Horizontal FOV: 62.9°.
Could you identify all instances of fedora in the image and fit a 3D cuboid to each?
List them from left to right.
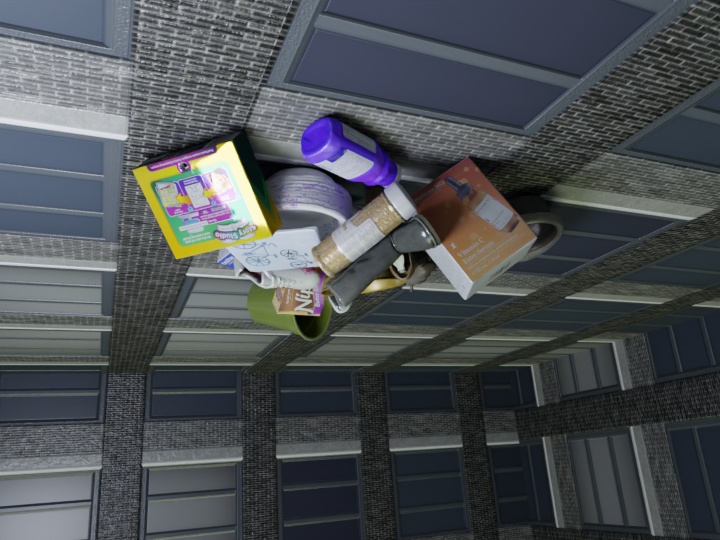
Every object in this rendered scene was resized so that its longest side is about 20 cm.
[{"bbox_3d":[0.354,-0.101,1.305,0.175,0.091,0.200,-5,155,-4],"label":"fedora"}]

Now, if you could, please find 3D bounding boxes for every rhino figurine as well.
[{"bbox_3d":[0.157,0.003,1.565,0.087,0.060,0.200,-37,168,-20],"label":"rhino figurine"}]

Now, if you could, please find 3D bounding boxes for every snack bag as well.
[{"bbox_3d":[-0.155,-0.044,1.137,0.198,0.022,0.189,-4,158,10],"label":"snack bag"}]

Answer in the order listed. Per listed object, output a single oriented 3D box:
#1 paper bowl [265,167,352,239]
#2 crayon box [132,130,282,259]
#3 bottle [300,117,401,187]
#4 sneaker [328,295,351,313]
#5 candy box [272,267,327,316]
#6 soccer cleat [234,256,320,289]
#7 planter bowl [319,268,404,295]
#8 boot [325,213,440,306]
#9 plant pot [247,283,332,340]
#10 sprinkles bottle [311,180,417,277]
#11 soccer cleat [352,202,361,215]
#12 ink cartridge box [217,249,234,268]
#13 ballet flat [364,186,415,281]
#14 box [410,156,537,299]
[{"bbox_3d":[-0.114,-0.119,1.117,0.198,0.105,0.201,-1,159,-1],"label":"paper bowl"},{"bbox_3d":[-0.257,-0.124,1.001,0.198,0.058,0.174,-11,117,19],"label":"crayon box"},{"bbox_3d":[-0.007,-0.191,0.999,0.083,0.066,0.199,-19,157,38],"label":"bottle"},{"bbox_3d":[-0.051,0.052,1.507,0.074,0.201,0.088,0,120,-5],"label":"sneaker"},{"bbox_3d":[-0.130,0.012,1.415,0.116,0.057,0.201,6,118,-29],"label":"candy box"},{"bbox_3d":[-0.185,0.014,1.300,0.198,0.087,0.070,17,126,-16],"label":"soccer cleat"},{"bbox_3d":[0.000,0.000,1.344,0.198,0.084,0.200,-8,170,-1],"label":"planter bowl"},{"bbox_3d":[0.034,-0.016,1.053,0.199,0.073,0.182,-35,-172,-11],"label":"boot"},{"bbox_3d":[-0.206,0.088,1.638,0.188,0.202,0.200,1,166,29],"label":"plant pot"},{"bbox_3d":[0.006,-0.072,1.048,0.199,0.069,0.068,-38,152,12],"label":"sprinkles bottle"},{"bbox_3d":[-0.056,-0.073,1.268,0.086,0.070,0.200,20,140,-15],"label":"soccer cleat"},{"bbox_3d":[-0.247,-0.052,1.368,0.093,0.045,0.199,22,150,-31],"label":"ink cartridge box"},{"bbox_3d":[0.061,-0.068,1.175,0.067,0.202,0.072,-17,-167,7],"label":"ballet flat"},{"bbox_3d":[0.198,-0.078,1.097,0.152,0.201,0.106,-35,164,-9],"label":"box"}]
